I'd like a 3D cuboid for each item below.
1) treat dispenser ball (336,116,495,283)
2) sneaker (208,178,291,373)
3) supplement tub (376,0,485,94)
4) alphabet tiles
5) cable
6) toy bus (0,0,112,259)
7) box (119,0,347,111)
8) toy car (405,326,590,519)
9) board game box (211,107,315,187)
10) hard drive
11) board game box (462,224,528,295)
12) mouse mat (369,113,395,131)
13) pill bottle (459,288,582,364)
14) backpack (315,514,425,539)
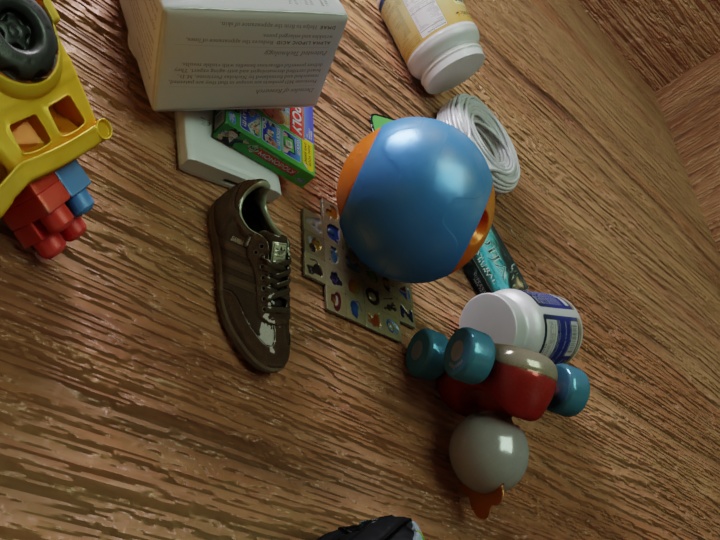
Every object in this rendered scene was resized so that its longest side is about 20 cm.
[{"bbox_3d":[0.068,-0.086,0.895,0.200,0.200,0.203,31,42,-33],"label":"treat dispenser ball"},{"bbox_3d":[-0.104,0.000,0.732,0.070,0.075,0.203,4,61,-50],"label":"sneaker"},{"bbox_3d":[0.129,-0.441,1.312,0.144,0.144,0.202,-13,75,-54],"label":"supplement tub"},{"bbox_3d":[0.000,0.000,0.927,0.199,0.006,0.169,27,45,-38],"label":"alphabet tiles"},{"bbox_3d":[0.218,-0.227,1.327,0.198,0.069,0.203,23,47,-42],"label":"cable"},{"bbox_3d":[-0.288,-0.088,0.540,0.194,0.134,0.200,64,33,-20],"label":"toy bus"},{"bbox_3d":[-0.147,-0.292,0.783,0.197,0.131,0.201,-8,61,-28],"label":"box"},{"bbox_3d":[0.149,0.192,0.875,0.182,0.176,0.203,21,76,-24],"label":"toy car"},{"bbox_3d":[-0.115,-0.213,0.880,0.134,0.029,0.203,26,46,-37],"label":"board game box"},{"bbox_3d":[-0.161,-0.187,0.850,0.131,0.026,0.203,18,51,-44],"label":"hard drive"},{"bbox_3d":[0.197,-0.037,1.186,0.135,0.028,0.202,-23,83,-55],"label":"board game box"},{"bbox_3d":[0.096,-0.155,1.137,0.159,0.008,0.203,9,54,-35],"label":"mouse mat"},{"bbox_3d":[0.237,0.087,1.063,0.198,0.115,0.117,9,57,-49],"label":"pill bottle"},{"bbox_3d":[-0.009,0.284,0.578,0.155,0.161,0.201,58,26,-15],"label":"backpack"}]
